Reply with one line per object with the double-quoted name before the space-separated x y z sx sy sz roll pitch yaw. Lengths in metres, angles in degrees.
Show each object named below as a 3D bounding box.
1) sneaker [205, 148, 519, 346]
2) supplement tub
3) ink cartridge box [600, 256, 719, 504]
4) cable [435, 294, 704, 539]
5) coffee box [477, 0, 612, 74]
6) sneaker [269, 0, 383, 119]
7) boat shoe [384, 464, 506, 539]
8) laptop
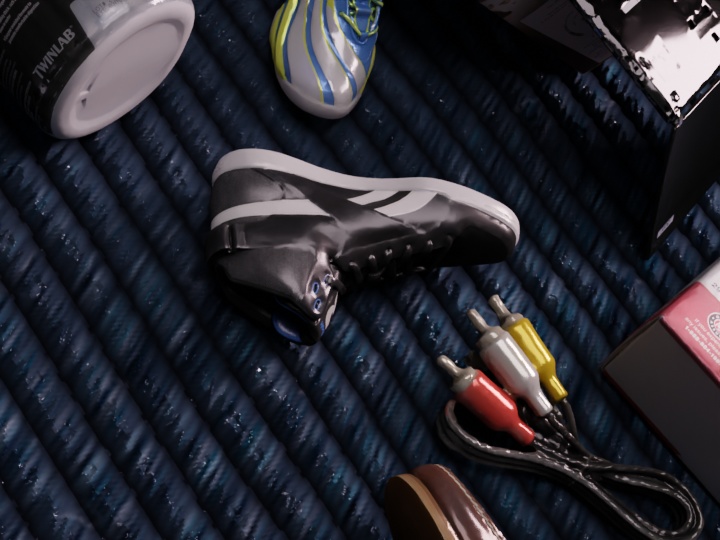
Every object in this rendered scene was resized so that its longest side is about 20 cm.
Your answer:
"sneaker" 0.000 0.000 0.881 0.198 0.073 0.113 10 60 -8
"supplement tub" -0.206 -0.189 0.868 0.200 0.123 0.122 48 54 9
"ink cartridge box" 0.282 0.052 0.958 0.200 0.083 0.146 -35 78 -35
"cable" 0.126 0.108 0.874 0.200 0.050 0.097 41 54 6
"coffee box" 0.126 -0.236 1.016 0.199 0.080 0.114 21 46 -49
"sneaker" -0.012 -0.205 0.974 0.075 0.105 0.201 13 55 -14
"boat shoe" 0.083 0.196 0.791 0.070 0.070 0.201 -22 79 -25
"laptop" 0.215 -0.148 1.015 0.200 0.103 0.177 50 52 -4
